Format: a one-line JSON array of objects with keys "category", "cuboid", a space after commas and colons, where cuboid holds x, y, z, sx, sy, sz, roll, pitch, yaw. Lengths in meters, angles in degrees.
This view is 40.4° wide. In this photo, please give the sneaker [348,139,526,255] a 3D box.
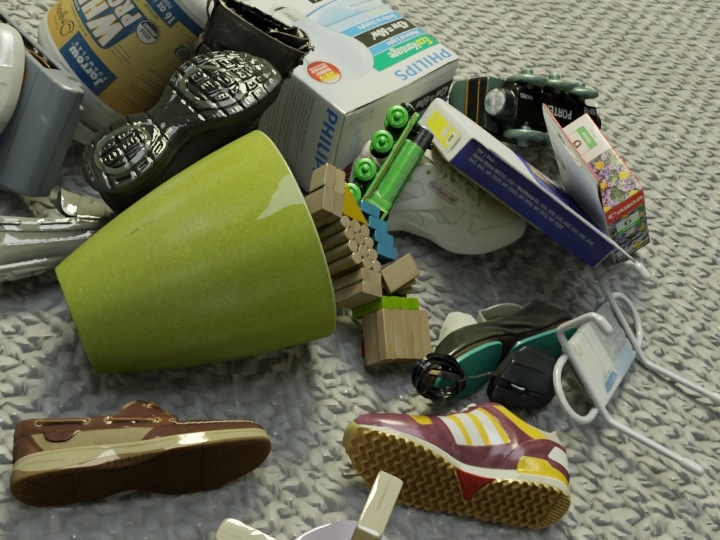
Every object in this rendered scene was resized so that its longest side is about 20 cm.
[{"category": "sneaker", "cuboid": [0.082, -0.077, 1.011, 0.196, 0.101, 0.075, 13, 33, -6]}]

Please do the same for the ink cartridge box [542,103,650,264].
[{"category": "ink cartridge box", "cuboid": [0.248, -0.097, 1.015, 0.050, 0.200, 0.110, -31, 61, 5]}]

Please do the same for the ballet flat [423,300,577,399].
[{"category": "ballet flat", "cuboid": [0.118, 0.070, 0.917, 0.198, 0.069, 0.068, -11, 41, -39]}]

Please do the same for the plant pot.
[{"category": "plant pot", "cuboid": [-0.148, 0.004, 0.828, 0.197, 0.189, 0.188, -21, 55, -15]}]

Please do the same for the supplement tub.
[{"category": "supplement tub", "cuboid": [-0.226, -0.232, 0.972, 0.145, 0.199, 0.145, 46, 18, -19]}]

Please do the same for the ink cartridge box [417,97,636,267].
[{"category": "ink cartridge box", "cuboid": [0.161, -0.082, 0.982, 0.196, 0.047, 0.201, 34, 17, -20]}]

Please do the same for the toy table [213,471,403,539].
[{"category": "toy table", "cuboid": [-0.020, 0.239, 0.672, 0.181, 0.118, 0.202, 15, 46, -2]}]

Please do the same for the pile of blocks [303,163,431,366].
[{"category": "pile of blocks", "cuboid": [0.000, 0.000, 0.910, 0.082, 0.062, 0.203, -26, 93, -43]}]

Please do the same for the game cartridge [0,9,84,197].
[{"category": "game cartridge", "cuboid": [-0.349, -0.166, 0.941, 0.199, 0.134, 0.041, 40, 20, 26]}]

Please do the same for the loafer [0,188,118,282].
[{"category": "loafer", "cuboid": [-0.257, -0.040, 0.885, 0.197, 0.070, 0.071, -14, 97, -28]}]

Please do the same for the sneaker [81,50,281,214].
[{"category": "sneaker", "cuboid": [-0.155, -0.122, 0.875, 0.199, 0.091, 0.076, -35, 69, -15]}]

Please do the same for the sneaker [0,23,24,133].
[{"category": "sneaker", "cuboid": [-0.371, -0.138, 0.865, 0.072, 0.085, 0.202, 26, 87, 26]}]

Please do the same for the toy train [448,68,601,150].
[{"category": "toy train", "cuboid": [0.191, -0.179, 1.117, 0.198, 0.087, 0.113, 1, 3, -45]}]

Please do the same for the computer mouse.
[{"category": "computer mouse", "cuboid": [0.117, 0.097, 0.851, 0.198, 0.059, 0.034, 5, 32, -44]}]

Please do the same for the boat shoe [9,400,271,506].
[{"category": "boat shoe", "cuboid": [-0.170, 0.131, 0.763, 0.196, 0.073, 0.073, -6, 50, -14]}]

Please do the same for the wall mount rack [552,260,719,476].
[{"category": "wall mount rack", "cuboid": [0.265, 0.094, 0.921, 0.200, 0.074, 0.175, -38, 98, -48]}]

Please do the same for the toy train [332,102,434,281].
[{"category": "toy train", "cuboid": [0.008, -0.071, 0.954, 0.056, 0.042, 0.202, 32, 84, 0]}]

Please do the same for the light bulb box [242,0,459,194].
[{"category": "light bulb box", "cuboid": [-0.033, -0.208, 1.083, 0.199, 0.126, 0.197, 39, 49, 21]}]

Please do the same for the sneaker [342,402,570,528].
[{"category": "sneaker", "cuboid": [0.081, 0.150, 0.826, 0.197, 0.076, 0.091, 19, 36, -8]}]

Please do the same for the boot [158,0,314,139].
[{"category": "boot", "cuboid": [-0.101, -0.160, 0.950, 0.198, 0.174, 0.070, 25, 32, -35]}]
